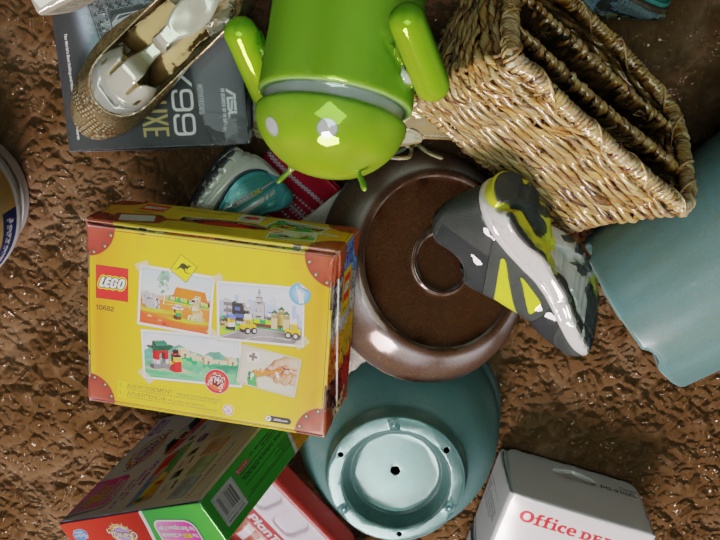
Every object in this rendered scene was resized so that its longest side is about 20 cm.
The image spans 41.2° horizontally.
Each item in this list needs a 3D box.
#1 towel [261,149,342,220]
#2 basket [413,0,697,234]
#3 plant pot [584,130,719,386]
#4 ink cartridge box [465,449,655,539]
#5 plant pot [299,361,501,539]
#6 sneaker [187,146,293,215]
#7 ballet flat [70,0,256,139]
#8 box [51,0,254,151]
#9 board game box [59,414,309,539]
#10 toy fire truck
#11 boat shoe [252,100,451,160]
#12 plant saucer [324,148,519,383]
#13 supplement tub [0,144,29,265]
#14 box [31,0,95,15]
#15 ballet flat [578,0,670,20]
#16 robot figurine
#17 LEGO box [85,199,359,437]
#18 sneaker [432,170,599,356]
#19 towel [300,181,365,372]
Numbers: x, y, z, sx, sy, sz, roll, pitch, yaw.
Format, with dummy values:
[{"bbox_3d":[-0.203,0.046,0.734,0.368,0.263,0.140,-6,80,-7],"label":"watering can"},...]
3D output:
[{"bbox_3d":[-0.082,-0.009,0.877,0.200,0.023,0.145,-43,100,15],"label":"towel"},{"bbox_3d":[0.166,-0.139,0.730,0.199,0.149,0.143,36,73,-19],"label":"basket"},{"bbox_3d":[0.303,-0.017,0.775,0.196,0.200,0.201,-36,103,22],"label":"plant pot"},{"bbox_3d":[0.175,0.293,0.927,0.143,0.084,0.202,16,108,-3],"label":"ink cartridge box"},{"bbox_3d":[0.032,0.157,0.865,0.198,0.134,0.202,1,108,3],"label":"plant pot"},{"bbox_3d":[-0.133,-0.010,0.836,0.079,0.078,0.201,32,108,-13],"label":"sneaker"},{"bbox_3d":[-0.162,-0.176,0.752,0.200,0.065,0.070,-43,104,14],"label":"ballet flat"},{"bbox_3d":[-0.174,-0.204,0.804,0.156,0.050,0.202,-1,107,2],"label":"box"},{"bbox_3d":[-0.147,0.174,0.831,0.199,0.153,0.041,-19,110,40],"label":"board game box"},{"bbox_3d":[-0.067,0.271,0.890,0.167,0.112,0.200,-31,106,38],"label":"toy fire truck"},{"bbox_3d":[0.007,-0.131,0.811,0.198,0.073,0.063,10,116,5],"label":"boat shoe"},{"bbox_3d":[0.063,-0.006,0.812,0.198,0.032,0.202,2,85,-23],"label":"plant saucer"},{"bbox_3d":[-0.368,-0.040,0.788,0.143,0.200,0.146,1,108,3],"label":"supplement tub"},{"bbox_3d":[-0.158,-0.269,0.710,0.199,0.095,0.078,-25,105,7],"label":"box"},{"bbox_3d":[0.155,-0.251,0.772,0.199,0.074,0.074,36,106,-6],"label":"ballet flat"},{"bbox_3d":[-0.014,-0.159,0.712,0.174,0.115,0.202,6,84,31],"label":"robot figurine"},{"bbox_3d":[-0.109,0.034,0.754,0.198,0.077,0.150,8,107,9],"label":"LEGO box"},{"bbox_3d":[0.131,-0.002,0.789,0.084,0.075,0.200,-11,131,36],"label":"sneaker"},{"bbox_3d":[0.000,0.000,0.827,0.200,0.034,0.133,-39,99,-13],"label":"towel"}]
